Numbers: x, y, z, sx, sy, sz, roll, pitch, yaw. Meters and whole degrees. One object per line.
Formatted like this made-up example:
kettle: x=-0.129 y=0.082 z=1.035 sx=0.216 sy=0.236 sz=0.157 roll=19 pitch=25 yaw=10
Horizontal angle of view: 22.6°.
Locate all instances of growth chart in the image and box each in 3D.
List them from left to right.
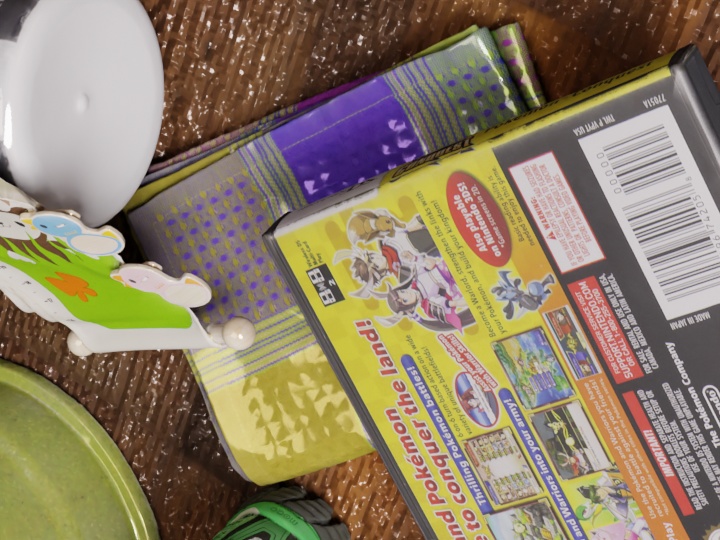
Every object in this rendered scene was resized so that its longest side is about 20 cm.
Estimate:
growth chart: x=-0.147 y=-0.012 z=0.710 sx=0.144 sy=0.199 sz=0.018 roll=-12 pitch=53 yaw=55

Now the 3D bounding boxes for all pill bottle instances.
pill bottle: x=-0.190 y=-0.080 z=0.757 sx=0.198 sy=0.106 sz=0.107 roll=9 pitch=107 yaw=28

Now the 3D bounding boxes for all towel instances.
towel: x=0.000 y=0.000 z=0.715 sx=0.199 sy=0.023 sz=0.145 roll=-20 pitch=91 yaw=33

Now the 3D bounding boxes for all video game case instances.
video game case: x=0.082 y=0.041 z=0.653 sx=0.180 sy=0.026 sz=0.201 roll=-21 pitch=105 yaw=33

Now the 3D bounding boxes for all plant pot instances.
plant pot: x=-0.217 y=0.156 z=0.789 sx=0.199 sy=0.184 sz=0.203 roll=8 pitch=106 yaw=29

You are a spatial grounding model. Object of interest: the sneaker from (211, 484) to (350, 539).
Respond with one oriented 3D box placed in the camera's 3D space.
sneaker: x=-0.073 y=0.186 z=0.770 sx=0.078 sy=0.085 sz=0.202 roll=28 pitch=116 yaw=22
